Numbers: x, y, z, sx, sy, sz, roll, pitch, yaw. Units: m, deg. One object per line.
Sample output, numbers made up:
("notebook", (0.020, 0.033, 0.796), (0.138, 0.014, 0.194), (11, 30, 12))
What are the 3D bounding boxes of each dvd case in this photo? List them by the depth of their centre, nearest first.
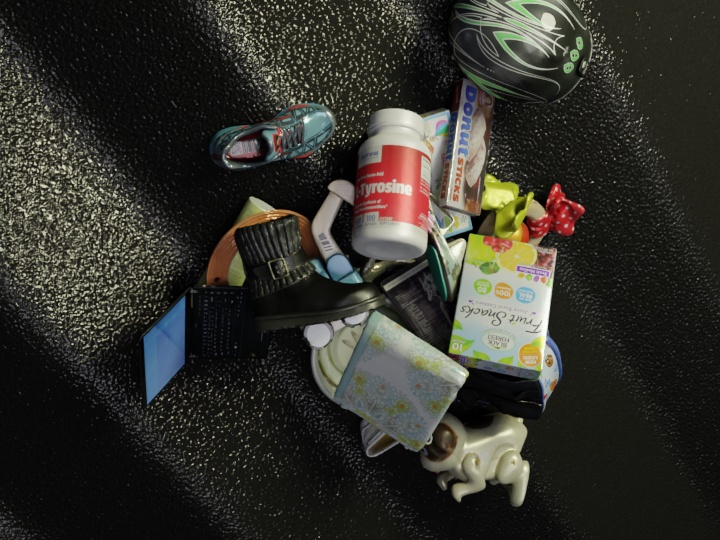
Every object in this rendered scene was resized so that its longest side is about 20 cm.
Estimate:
("dvd case", (0.143, 0.058, 1.217), (0.147, 0.201, 0.016), (-30, 151, -9))

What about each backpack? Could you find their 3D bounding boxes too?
("backpack", (0.238, 0.150, 1.263), (0.154, 0.189, 0.202), (-47, 144, -23))

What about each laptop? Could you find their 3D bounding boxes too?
("laptop", (-0.229, 0.117, 1.153), (0.196, 0.105, 0.179), (1, 138, -13))

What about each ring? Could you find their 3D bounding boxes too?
("ring", (-0.148, -0.005, 1.187), (0.197, 0.019, 0.203), (-18, 129, -23))

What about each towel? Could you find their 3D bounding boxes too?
("towel", (0.057, 0.175, 1.174), (0.169, 0.048, 0.202), (30, 130, 7))

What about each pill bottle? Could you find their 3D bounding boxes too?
("pill bottle", (0.047, -0.125, 1.114), (0.110, 0.112, 0.204), (8, 74, -17))

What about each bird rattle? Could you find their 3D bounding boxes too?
("bird rattle", (0.265, -0.080, 1.276), (0.198, 0.113, 0.164), (5, 131, -42))

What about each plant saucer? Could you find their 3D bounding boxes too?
("plant saucer", (0.009, 0.132, 1.286), (0.196, 0.050, 0.204), (-5, 109, -14))

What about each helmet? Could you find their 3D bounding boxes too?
("helmet", (0.229, -0.349, 1.132), (0.189, 0.200, 0.203), (18, 102, -36))

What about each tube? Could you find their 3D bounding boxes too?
("tube", (-0.199, -0.017, 1.191), (0.058, 0.052, 0.202), (34, 102, 22))

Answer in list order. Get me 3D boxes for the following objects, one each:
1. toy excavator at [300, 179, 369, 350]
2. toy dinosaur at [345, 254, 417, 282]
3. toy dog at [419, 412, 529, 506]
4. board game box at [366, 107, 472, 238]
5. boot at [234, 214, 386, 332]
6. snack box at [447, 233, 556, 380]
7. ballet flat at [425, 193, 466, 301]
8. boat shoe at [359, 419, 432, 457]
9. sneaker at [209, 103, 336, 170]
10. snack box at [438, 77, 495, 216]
("toy excavator", (-0.049, -0.011, 1.165), (0.193, 0.100, 0.202), (-32, 98, 2))
("toy dinosaur", (0.000, 0.000, 1.248), (0.198, 0.048, 0.089), (-28, 125, -8))
("toy dog", (0.192, 0.313, 1.346), (0.196, 0.140, 0.197), (12, 103, -16))
("board game box", (0.098, -0.144, 1.233), (0.132, 0.034, 0.203), (-18, 110, -9))
("boot", (-0.073, -0.004, 1.085), (0.207, 0.079, 0.161), (-8, 90, 5))
("snack box", (0.218, 0.053, 1.166), (0.139, 0.053, 0.203), (10, 66, 10))
("ballet flat", (0.122, -0.054, 1.195), (0.070, 0.069, 0.203), (-26, 91, -11))
("boat shoe", (0.082, 0.260, 1.278), (0.200, 0.087, 0.074), (-31, 132, 23))
("sneaker", (-0.123, -0.188, 1.128), (0.197, 0.096, 0.081), (-21, 112, -7))
("snack box", (0.169, -0.193, 1.199), (0.071, 0.024, 0.204), (12, 83, -32))
